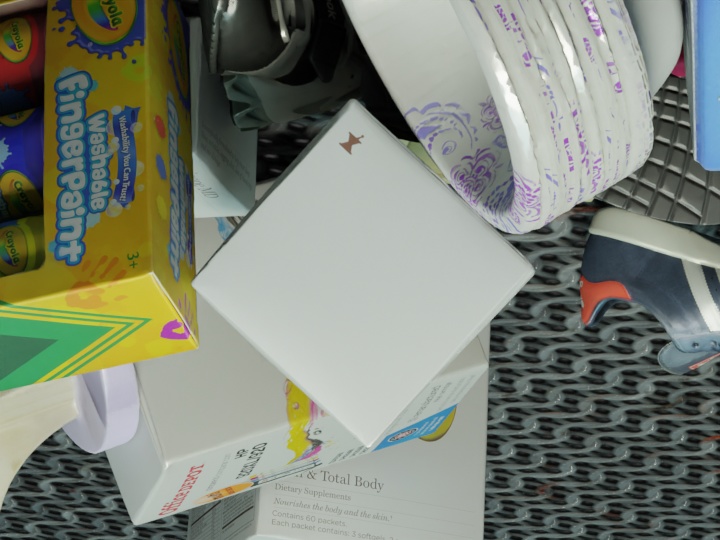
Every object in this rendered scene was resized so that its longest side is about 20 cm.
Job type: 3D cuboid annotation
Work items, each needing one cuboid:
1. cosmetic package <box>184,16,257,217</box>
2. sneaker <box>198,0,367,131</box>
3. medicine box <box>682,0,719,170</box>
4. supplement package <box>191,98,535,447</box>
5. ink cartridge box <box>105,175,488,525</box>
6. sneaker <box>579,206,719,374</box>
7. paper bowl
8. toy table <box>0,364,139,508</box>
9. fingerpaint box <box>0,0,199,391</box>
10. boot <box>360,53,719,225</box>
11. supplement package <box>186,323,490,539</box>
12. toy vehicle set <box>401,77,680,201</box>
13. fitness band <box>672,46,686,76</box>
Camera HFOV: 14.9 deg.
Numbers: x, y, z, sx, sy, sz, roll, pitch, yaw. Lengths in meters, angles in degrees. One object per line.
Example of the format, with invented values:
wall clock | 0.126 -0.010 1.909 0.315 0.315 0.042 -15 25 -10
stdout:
cosmetic package | -0.163 -0.077 1.480 0.199 0.082 0.113 -1 163 17
sneaker | -0.033 -0.125 1.361 0.088 0.075 0.200 -6 169 5
medicine box | 0.232 -0.142 1.127 0.199 0.103 0.183 -3 140 5
supplement package | 0.000 0.000 1.341 0.117 0.117 0.200 43 180 0
ink cartridge box | -0.055 0.039 1.590 0.199 0.145 0.147 -16 166 -17
sneaker | 0.222 0.028 1.611 0.199 0.085 0.075 17 -178 20
paper bowl | 0.063 -0.126 1.182 0.104 0.201 0.201 -29 161 -9
toy table | -0.205 0.056 1.536 0.117 0.185 0.200 -19 174 -18
fingerpaint box | -0.169 -0.046 1.347 0.166 0.201 0.073 -12 145 12
boot | 0.097 -0.072 1.352 0.199 0.070 0.132 21 179 6
supplement package | -0.014 0.100 1.755 0.151 0.201 0.151 11 158 -18
toy vehicle set | 0.091 -0.092 1.476 0.124 0.027 0.200 8 159 -9
fitness band | 0.172 -0.145 1.276 0.143 0.038 0.200 7 155 -32
